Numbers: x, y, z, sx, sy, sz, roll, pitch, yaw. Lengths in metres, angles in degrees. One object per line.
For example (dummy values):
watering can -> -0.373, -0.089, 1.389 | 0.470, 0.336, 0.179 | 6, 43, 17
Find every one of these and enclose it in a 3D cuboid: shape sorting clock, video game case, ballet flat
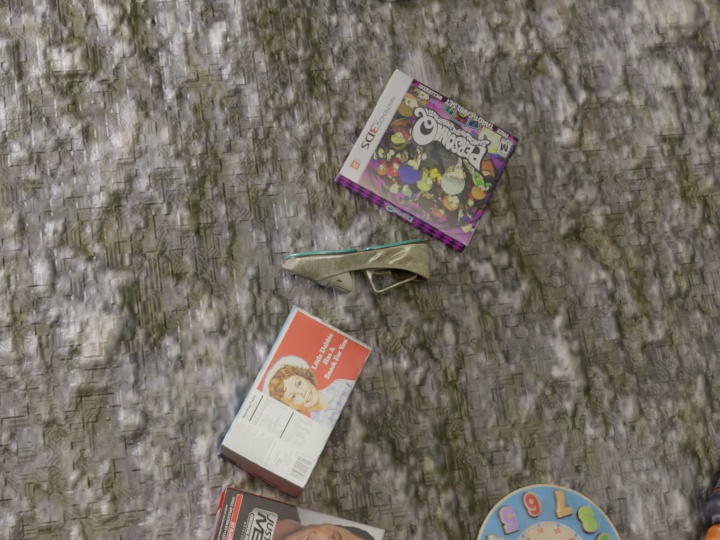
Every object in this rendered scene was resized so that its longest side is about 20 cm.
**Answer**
shape sorting clock -> 0.238, 0.366, 1.585 | 0.197, 0.039, 0.202 | 4, 71, -12
video game case -> 0.092, -0.150, 1.725 | 0.199, 0.036, 0.182 | 30, 70, -2
ballet flat -> 0.000, 0.000, 1.642 | 0.198, 0.067, 0.063 | -7, 83, -14

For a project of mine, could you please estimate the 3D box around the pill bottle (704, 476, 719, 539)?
pill bottle -> 0.513, 0.283, 1.638 | 0.106, 0.106, 0.201 | 34, 68, 0

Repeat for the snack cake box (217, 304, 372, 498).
snack cake box -> -0.080, 0.161, 1.568 | 0.114, 0.067, 0.201 | 28, 68, 0

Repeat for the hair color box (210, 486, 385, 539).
hair color box -> -0.079, 0.334, 1.514 | 0.198, 0.061, 0.103 | 16, 68, -8

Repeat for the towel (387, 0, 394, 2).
towel -> 0.003, -0.486, 1.825 | 0.198, 0.035, 0.195 | 13, 67, -6
